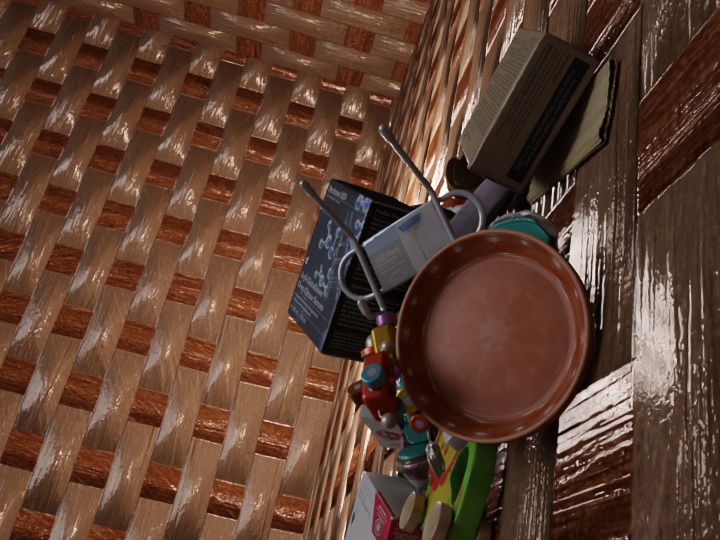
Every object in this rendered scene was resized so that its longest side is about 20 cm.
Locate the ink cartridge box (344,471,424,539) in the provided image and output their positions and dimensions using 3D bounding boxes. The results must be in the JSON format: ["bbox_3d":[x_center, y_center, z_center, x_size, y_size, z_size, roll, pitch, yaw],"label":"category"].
[{"bbox_3d":[0.032,0.401,1.012,0.145,0.083,0.201,-150,75,-72],"label":"ink cartridge box"}]

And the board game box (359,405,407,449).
[{"bbox_3d":[0.063,0.181,1.254,0.148,0.064,0.201,63,-145,-55],"label":"board game box"}]

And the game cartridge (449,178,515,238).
[{"bbox_3d":[0.147,-0.054,0.973,0.200,0.041,0.133,-45,-14,-43],"label":"game cartridge"}]

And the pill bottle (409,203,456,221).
[{"bbox_3d":[0.083,0.016,1.066,0.112,0.111,0.201,116,172,-68],"label":"pill bottle"}]

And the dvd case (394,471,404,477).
[{"bbox_3d":[0.053,0.431,1.175,0.200,0.025,0.151,-101,26,-77],"label":"dvd case"}]

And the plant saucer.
[{"bbox_3d":[0.124,0.061,0.706,0.032,0.199,0.202,20,-97,-52],"label":"plant saucer"}]

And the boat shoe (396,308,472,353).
[{"bbox_3d":[0.095,0.051,0.838,0.200,0.071,0.077,4,81,66],"label":"boat shoe"}]

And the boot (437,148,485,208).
[{"bbox_3d":[0.158,-0.113,1.245,0.155,0.073,0.200,-67,-6,29],"label":"boot"}]

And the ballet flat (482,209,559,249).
[{"bbox_3d":[0.155,-0.017,0.826,0.200,0.071,0.072,-37,35,54],"label":"ballet flat"}]

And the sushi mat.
[{"bbox_3d":[0.234,-0.149,0.838,0.200,0.012,0.096,120,164,-74],"label":"sushi mat"}]

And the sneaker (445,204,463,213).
[{"bbox_3d":[0.147,-0.036,1.191,0.200,0.081,0.089,-52,49,54],"label":"sneaker"}]

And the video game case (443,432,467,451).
[{"bbox_3d":[0.143,0.077,0.821,0.183,0.023,0.200,-53,11,15],"label":"video game case"}]

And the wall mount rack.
[{"bbox_3d":[0.029,-0.050,0.821,0.199,0.175,0.074,-30,-12,26],"label":"wall mount rack"}]

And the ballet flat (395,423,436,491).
[{"bbox_3d":[0.087,0.270,1.063,0.200,0.069,0.072,-33,-67,-87],"label":"ballet flat"}]

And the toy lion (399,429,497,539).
[{"bbox_3d":[0.116,0.227,0.878,0.200,0.068,0.193,125,166,-76],"label":"toy lion"}]

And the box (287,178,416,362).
[{"bbox_3d":[0.000,0.000,0.974,0.148,0.106,0.201,36,109,62],"label":"box"}]

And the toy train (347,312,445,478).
[{"bbox_3d":[0.032,0.135,0.789,0.200,0.055,0.151,59,-158,-44],"label":"toy train"}]

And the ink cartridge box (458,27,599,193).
[{"bbox_3d":[0.192,-0.198,0.894,0.200,0.075,0.165,-79,16,-70],"label":"ink cartridge box"}]
